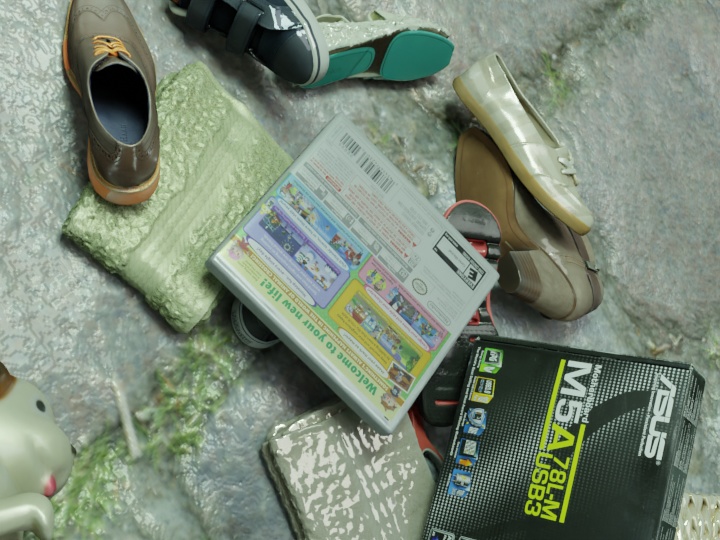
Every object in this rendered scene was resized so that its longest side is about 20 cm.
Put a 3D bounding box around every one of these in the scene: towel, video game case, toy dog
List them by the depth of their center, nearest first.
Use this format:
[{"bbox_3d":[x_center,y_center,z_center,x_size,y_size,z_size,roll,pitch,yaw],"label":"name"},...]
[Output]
[{"bbox_3d":[-0.262,0.152,0.645,0.200,0.192,0.141,-51,144,-38],"label":"toy dog"},{"bbox_3d":[-0.139,-0.064,0.855,0.148,0.036,0.201,42,56,-18],"label":"towel"},{"bbox_3d":[0.000,0.000,0.858,0.200,0.022,0.183,45,61,-10],"label":"video game case"},{"bbox_3d":[0.005,0.202,0.874,0.131,0.034,0.202,-22,91,-30],"label":"towel"}]

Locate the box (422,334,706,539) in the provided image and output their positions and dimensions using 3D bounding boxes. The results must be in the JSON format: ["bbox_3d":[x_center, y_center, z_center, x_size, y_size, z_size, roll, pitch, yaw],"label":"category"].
[{"bbox_3d":[0.157,0.161,0.831,0.047,0.191,0.203,33,70,-48],"label":"box"}]

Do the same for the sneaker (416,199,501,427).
[{"bbox_3d":[0.084,0.041,0.961,0.073,0.087,0.203,9,85,-16],"label":"sneaker"}]

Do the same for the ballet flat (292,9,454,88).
[{"bbox_3d":[0.005,-0.218,0.992,0.198,0.071,0.073,-13,84,-38],"label":"ballet flat"}]

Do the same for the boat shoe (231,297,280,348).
[{"bbox_3d":[-0.024,-0.004,0.900,0.199,0.068,0.072,-34,97,-38],"label":"boat shoe"}]

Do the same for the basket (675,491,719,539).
[{"bbox_3d":[0.212,0.289,0.904,0.159,0.197,0.203,17,67,-29],"label":"basket"}]

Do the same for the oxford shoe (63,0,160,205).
[{"bbox_3d":[-0.185,-0.153,0.803,0.070,0.073,0.202,-9,64,-20],"label":"oxford shoe"}]

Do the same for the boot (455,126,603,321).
[{"bbox_3d":[0.176,-0.043,1.069,0.145,0.070,0.203,5,66,-45],"label":"boot"}]

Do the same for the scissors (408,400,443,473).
[{"bbox_3d":[0.037,0.114,0.942,0.072,0.014,0.203,-5,81,-35],"label":"scissors"}]

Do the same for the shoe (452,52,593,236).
[{"bbox_3d":[0.167,-0.123,1.019,0.201,0.053,0.070,53,20,6],"label":"shoe"}]

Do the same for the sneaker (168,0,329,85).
[{"bbox_3d":[-0.112,-0.227,0.890,0.079,0.079,0.201,-32,76,-35],"label":"sneaker"}]
